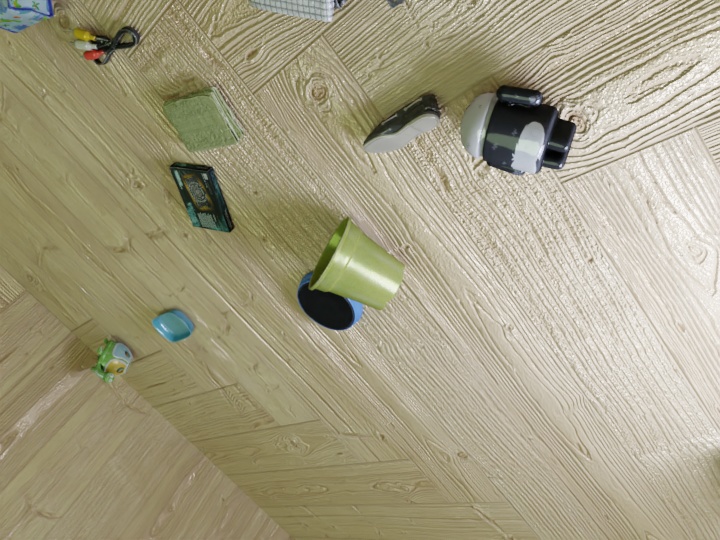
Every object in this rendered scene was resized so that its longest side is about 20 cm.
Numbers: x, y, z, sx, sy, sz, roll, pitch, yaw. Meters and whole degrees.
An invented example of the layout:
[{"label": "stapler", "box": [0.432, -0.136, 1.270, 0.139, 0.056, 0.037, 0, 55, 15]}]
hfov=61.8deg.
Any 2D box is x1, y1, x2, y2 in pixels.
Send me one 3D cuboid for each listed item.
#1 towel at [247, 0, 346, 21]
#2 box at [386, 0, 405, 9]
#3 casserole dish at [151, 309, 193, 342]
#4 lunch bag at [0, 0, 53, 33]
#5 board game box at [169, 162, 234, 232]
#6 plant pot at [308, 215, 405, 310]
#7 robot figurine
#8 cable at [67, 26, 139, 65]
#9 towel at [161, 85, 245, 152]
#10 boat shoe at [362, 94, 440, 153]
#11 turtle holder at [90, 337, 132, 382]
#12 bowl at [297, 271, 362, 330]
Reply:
[{"label": "towel", "box": [-0.120, -0.557, 1.082, 0.199, 0.086, 0.166, 18, 134, 20]}, {"label": "box", "box": [0.094, -0.549, 0.976, 0.199, 0.050, 0.158, -16, 119, 41]}, {"label": "casserole dish", "box": [-0.672, 0.196, 2.168, 0.199, 0.039, 0.121, -22, 114, 42]}, {"label": "lunch bag", "box": [-0.804, -0.670, 1.379, 0.169, 0.127, 0.201, -2, 98, 33]}, {"label": "board game box", "box": [-0.435, -0.199, 1.654, 0.135, 0.028, 0.201, 11, 134, 24]}, {"label": "plant pot", "box": [0.000, 0.000, 1.464, 0.184, 0.201, 0.200, 29, 140, -11]}, {"label": "robot figurine", "box": [0.281, -0.249, 1.087, 0.199, 0.125, 0.151, 19, 107, 16]}, {"label": "cable", "box": [-0.606, -0.531, 1.434, 0.199, 0.050, 0.097, 11, 135, 25]}, {"label": "towel", "box": [-0.383, -0.363, 1.463, 0.199, 0.037, 0.149, -4, 127, 34]}, {"label": "boat shoe", "box": [0.083, -0.296, 1.227, 0.067, 0.057, 0.199, 18, 157, -40]}, {"label": "turtle holder", "box": [-1.008, 0.366, 2.446, 0.131, 0.142, 0.185, 23, 178, -13]}, {"label": "bowl", "box": [-0.090, 0.091, 1.700, 0.200, 0.039, 0.201, 18, 136, 18]}]
